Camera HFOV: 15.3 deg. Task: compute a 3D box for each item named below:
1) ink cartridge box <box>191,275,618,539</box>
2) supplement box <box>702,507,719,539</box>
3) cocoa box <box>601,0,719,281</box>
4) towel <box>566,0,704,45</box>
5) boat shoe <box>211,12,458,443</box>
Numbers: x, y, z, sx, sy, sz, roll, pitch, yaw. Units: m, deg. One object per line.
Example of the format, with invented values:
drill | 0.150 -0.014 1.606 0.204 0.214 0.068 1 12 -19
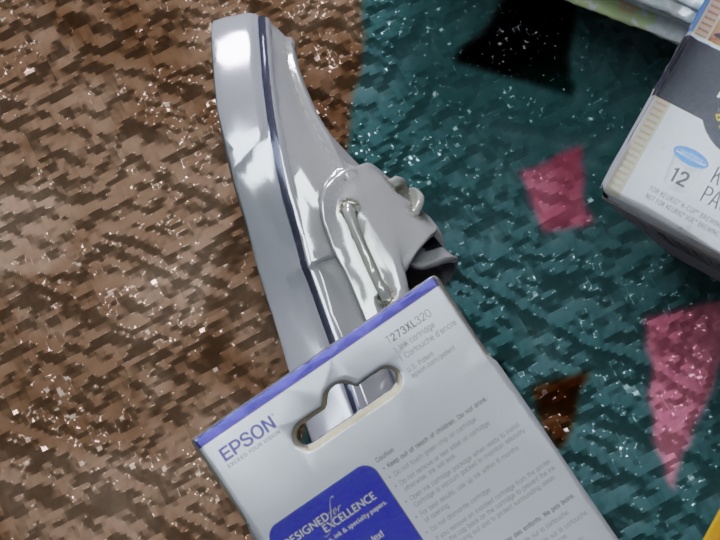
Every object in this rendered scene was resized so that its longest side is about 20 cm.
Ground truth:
ink cartridge box | 0.040 0.110 0.840 0.095 0.037 0.200 -34 89 -3
supplement box | 0.163 0.192 0.715 0.197 0.133 0.201 16 116 15
cocoa box | 0.200 -0.025 0.833 0.200 0.133 0.132 30 91 19
towel | 0.102 -0.186 0.931 0.171 0.048 0.201 27 87 28
boat shoe | 0.000 0.000 0.904 0.065 0.072 0.201 -17 69 1
